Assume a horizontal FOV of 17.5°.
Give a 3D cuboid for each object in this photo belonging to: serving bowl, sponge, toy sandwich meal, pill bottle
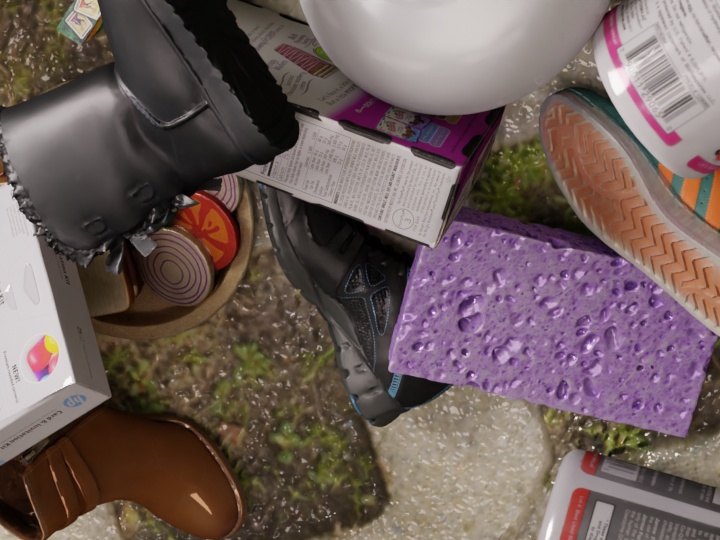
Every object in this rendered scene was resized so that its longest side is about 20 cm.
[{"bbox_3d":[0.048,-0.193,1.349,0.199,0.066,0.201,-2,84,17],"label":"serving bowl"},{"bbox_3d":[0.125,0.031,1.460,0.199,0.030,0.112,13,114,-8],"label":"sponge"},{"bbox_3d":[-0.170,-0.032,1.524,0.204,0.070,0.206,6,114,13],"label":"toy sandwich meal"},{"bbox_3d":[0.242,-0.148,1.333,0.200,0.113,0.114,-33,101,25],"label":"pill bottle"},{"bbox_3d":[0.212,0.194,1.488,0.199,0.116,0.116,16,116,9],"label":"pill bottle"}]

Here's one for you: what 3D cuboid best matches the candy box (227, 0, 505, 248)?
[{"bbox_3d":[-0.024,-0.094,1.419,0.199,0.136,0.061,22,116,7],"label":"candy box"}]

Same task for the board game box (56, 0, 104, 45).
[{"bbox_3d":[-0.109,-0.229,1.402,0.023,0.105,0.200,38,118,1],"label":"board game box"}]

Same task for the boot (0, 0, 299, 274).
[{"bbox_3d":[-0.144,-0.108,1.335,0.162,0.073,0.199,-26,103,27],"label":"boot"}]

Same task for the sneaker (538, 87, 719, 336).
[{"bbox_3d":[0.195,-0.043,1.424,0.200,0.080,0.071,47,142,13],"label":"sneaker"}]

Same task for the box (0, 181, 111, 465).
[{"bbox_3d":[-0.260,0.056,1.474,0.200,0.041,0.156,-33,58,22],"label":"box"}]

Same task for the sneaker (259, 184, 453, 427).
[{"bbox_3d":[0.000,0.000,1.499,0.082,0.073,0.200,-25,112,11],"label":"sneaker"}]

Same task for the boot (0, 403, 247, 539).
[{"bbox_3d":[-0.177,0.140,1.553,0.200,0.155,0.074,38,118,-2],"label":"boot"}]
